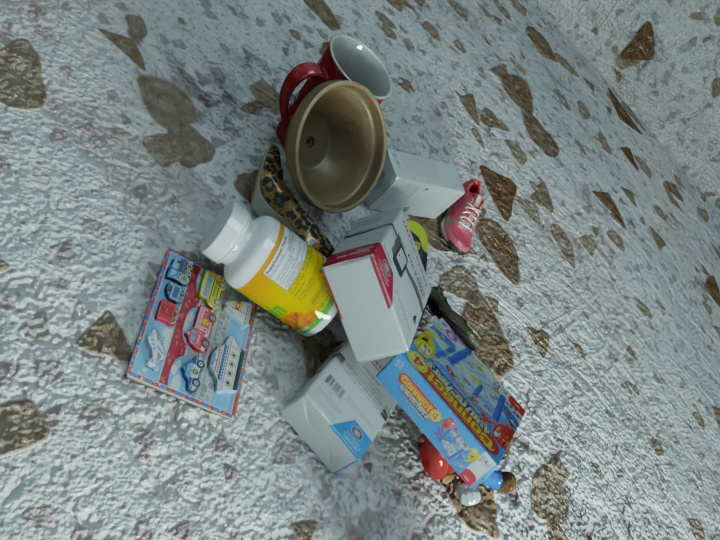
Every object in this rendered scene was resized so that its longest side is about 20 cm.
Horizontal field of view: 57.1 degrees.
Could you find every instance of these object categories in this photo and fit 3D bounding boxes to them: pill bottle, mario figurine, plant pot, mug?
[{"bbox_3d":[-0.123,-0.005,0.934,0.199,0.110,0.113,37,41,-24],"label":"pill bottle"},{"bbox_3d":[0.177,0.287,1.012,0.198,0.108,0.123,23,11,-40],"label":"mario figurine"},{"bbox_3d":[-0.054,-0.200,1.056,0.198,0.092,0.206,-18,115,-41],"label":"plant pot"},{"bbox_3d":[-0.070,-0.297,1.151,0.175,0.200,0.136,23,46,-28],"label":"mug"}]

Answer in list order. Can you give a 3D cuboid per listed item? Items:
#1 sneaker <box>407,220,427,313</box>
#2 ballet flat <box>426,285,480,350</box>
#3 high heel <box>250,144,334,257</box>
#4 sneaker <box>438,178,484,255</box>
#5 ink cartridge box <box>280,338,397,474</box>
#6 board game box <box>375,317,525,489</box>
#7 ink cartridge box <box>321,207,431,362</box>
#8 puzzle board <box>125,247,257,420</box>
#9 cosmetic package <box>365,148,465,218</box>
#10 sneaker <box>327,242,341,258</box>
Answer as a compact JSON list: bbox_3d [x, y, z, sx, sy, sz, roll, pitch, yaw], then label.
[{"bbox_3d":[0.068,0.018,1.151,0.073,0.081,0.205,24,65,-40],"label":"sneaker"},{"bbox_3d":[0.154,0.073,1.123,0.068,0.046,0.200,56,-4,-26],"label":"ballet flat"},{"bbox_3d":[-0.103,-0.106,1.050,0.139,0.072,0.204,14,57,-15],"label":"high heel"},{"bbox_3d":[0.218,-0.122,1.384,0.073,0.087,0.203,31,43,-20],"label":"sneaker"},{"bbox_3d":[-0.012,0.174,0.950,0.117,0.068,0.200,50,39,-3],"label":"ink cartridge box"},{"bbox_3d":[0.139,0.183,0.970,0.200,0.056,0.195,48,25,9],"label":"board game box"},{"bbox_3d":[0.030,0.013,0.959,0.148,0.082,0.201,68,23,-17],"label":"ink cartridge box"},{"bbox_3d":[-0.211,0.078,0.873,0.149,0.017,0.203,29,45,-25],"label":"puzzle board"},{"bbox_3d":[0.103,-0.166,1.298,0.197,0.101,0.076,5,57,-40],"label":"cosmetic package"},{"bbox_3d":[0.000,0.000,1.100,0.116,0.073,0.200,50,49,-3],"label":"sneaker"}]
